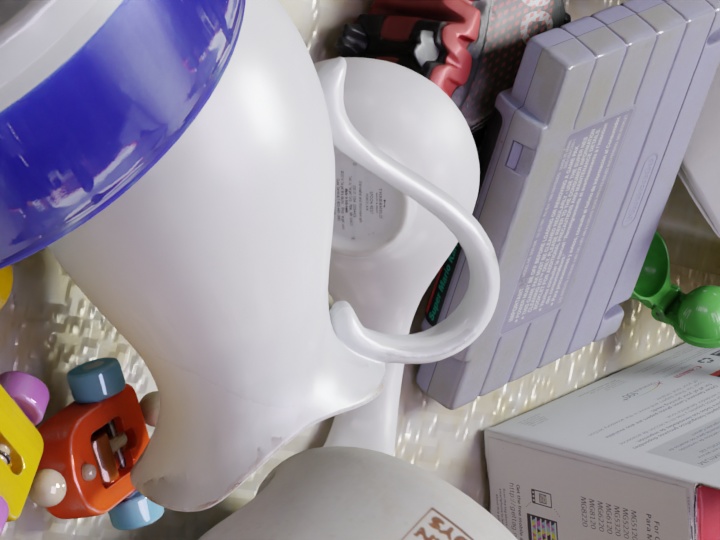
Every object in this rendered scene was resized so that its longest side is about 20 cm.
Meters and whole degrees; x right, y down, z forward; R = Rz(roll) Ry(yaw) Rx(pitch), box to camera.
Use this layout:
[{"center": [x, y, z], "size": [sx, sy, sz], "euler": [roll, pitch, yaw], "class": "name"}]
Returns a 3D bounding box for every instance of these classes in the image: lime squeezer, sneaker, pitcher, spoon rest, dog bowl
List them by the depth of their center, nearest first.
[{"center": [-0.143, -0.089, 1.004], "size": [0.200, 0.200, 0.079], "euler": [-53, 133, -24], "class": "dog bowl"}, {"center": [-0.041, -0.031, 1.127], "size": [0.171, 0.121, 0.200], "euler": [-25, 113, -17], "class": "pitcher"}, {"center": [0.000, 0.000, 1.262], "size": [0.061, 0.099, 0.201], "euler": [-61, 157, -63], "class": "spoon rest"}, {"center": [0.058, -0.133, 1.294], "size": [0.098, 0.071, 0.201], "euler": [31, 78, -44], "class": "sneaker"}, {"center": [0.165, 0.002, 1.415], "size": [0.200, 0.071, 0.038], "euler": [42, 40, 1], "class": "lime squeezer"}]

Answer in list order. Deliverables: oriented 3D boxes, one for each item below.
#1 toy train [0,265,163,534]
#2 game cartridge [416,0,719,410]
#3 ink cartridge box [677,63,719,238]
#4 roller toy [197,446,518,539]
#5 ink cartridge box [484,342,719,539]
[{"center": [-0.146, 0.027, 1.136], "size": [0.150, 0.055, 0.200], "euler": [-46, 122, -58], "class": "toy train"}, {"center": [0.095, -0.035, 1.323], "size": [0.129, 0.038, 0.200], "euler": [-19, 139, -38], "class": "game cartridge"}, {"center": [0.253, -0.062, 1.424], "size": [0.145, 0.084, 0.200], "euler": [-36, 152, 18], "class": "ink cartridge box"}, {"center": [0.003, 0.173, 1.216], "size": [0.140, 0.200, 0.183], "euler": [-44, 120, -32], "class": "roller toy"}, {"center": [0.191, 0.102, 1.403], "size": [0.200, 0.175, 0.084], "euler": [-20, 113, -41], "class": "ink cartridge box"}]
